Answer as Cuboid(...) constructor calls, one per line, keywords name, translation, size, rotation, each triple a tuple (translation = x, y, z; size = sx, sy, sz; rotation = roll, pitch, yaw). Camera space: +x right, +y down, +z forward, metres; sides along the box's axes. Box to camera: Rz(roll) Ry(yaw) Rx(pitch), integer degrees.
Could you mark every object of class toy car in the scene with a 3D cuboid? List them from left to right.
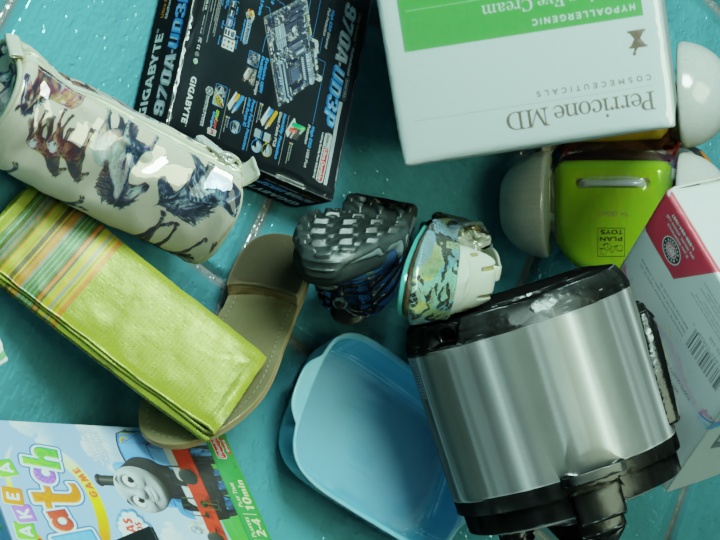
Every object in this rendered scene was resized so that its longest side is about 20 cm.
Cuboid(name="toy car", translation=(0.203, -0.087, 1.902), size=(0.150, 0.175, 0.200), rotation=(45, 46, -76))

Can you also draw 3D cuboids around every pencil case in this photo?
Cuboid(name="pencil case", translation=(-0.169, -0.081, 1.587), size=(0.200, 0.078, 0.089), rotation=(28, 110, -29))

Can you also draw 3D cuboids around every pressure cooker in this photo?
Cuboid(name="pressure cooker", translation=(0.137, 0.110, 1.744), size=(0.176, 0.179, 0.200), rotation=(-19, 92, -55))

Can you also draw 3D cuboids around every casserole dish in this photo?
Cuboid(name="casserole dish", translation=(0.012, 0.128, 1.775), size=(0.200, 0.039, 0.121), rotation=(36, 64, -35))

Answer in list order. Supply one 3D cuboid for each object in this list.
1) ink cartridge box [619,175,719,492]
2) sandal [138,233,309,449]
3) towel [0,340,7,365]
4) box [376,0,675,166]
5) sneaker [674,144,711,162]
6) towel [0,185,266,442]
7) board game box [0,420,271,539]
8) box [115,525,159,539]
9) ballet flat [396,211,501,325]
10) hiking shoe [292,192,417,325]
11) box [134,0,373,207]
Cuboid(name="ink cartridge box", translation=(0.255, 0.046, 1.781), size=(0.086, 0.200, 0.148), rotation=(-15, 62, -26))
Cuboid(name="sandal", translation=(-0.086, 0.069, 1.675), size=(0.070, 0.078, 0.212), rotation=(88, 22, -45))
Cuboid(name="towel", translation=(-0.316, 0.003, 1.505), size=(0.153, 0.023, 0.200), rotation=(-35, 110, -37))
Cuboid(name="box", translation=(0.121, -0.177, 1.737), size=(0.200, 0.199, 0.171), rotation=(-51, 132, -79))
Cuboid(name="sneaker", translation=(0.306, -0.032, 2.033), size=(0.112, 0.078, 0.200), rotation=(-41, 124, -40))
Cuboid(name="towel", translation=(-0.157, 0.023, 1.590), size=(0.200, 0.018, 0.086), rotation=(39, 53, -6))
Cuboid(name="board game box", translation=(-0.153, 0.167, 1.563), size=(0.200, 0.037, 0.151), rotation=(5, 43, -37))
Cuboid(name="box", translation=(-0.179, 0.260, 1.487), size=(0.160, 0.044, 0.200), rotation=(-22, 139, -14))
Cuboid(name="ballet flat", translation=(0.067, -0.003, 1.721), size=(0.200, 0.074, 0.074), rotation=(-67, 140, -75))
Cuboid(name="hiking shoe", translation=(0.000, 0.000, 1.695), size=(0.200, 0.074, 0.087), rotation=(-26, 124, -73))
Cuboid(name="box", translation=(-0.072, -0.164, 1.717), size=(0.159, 0.046, 0.200), rotation=(22, 73, -39))
